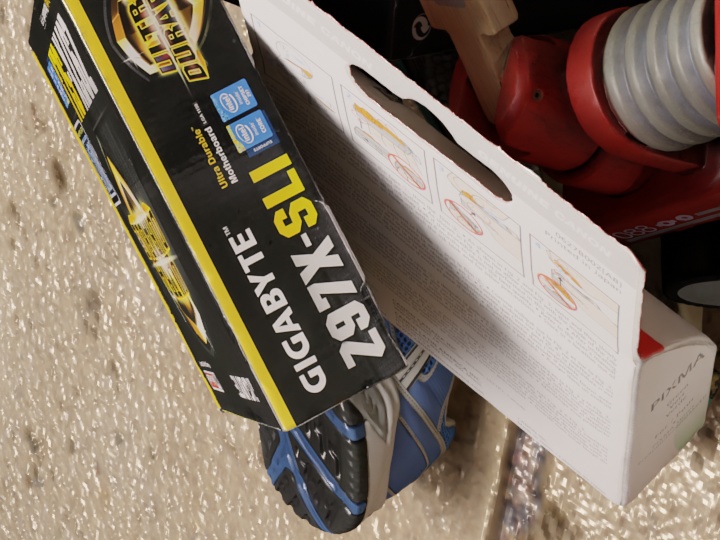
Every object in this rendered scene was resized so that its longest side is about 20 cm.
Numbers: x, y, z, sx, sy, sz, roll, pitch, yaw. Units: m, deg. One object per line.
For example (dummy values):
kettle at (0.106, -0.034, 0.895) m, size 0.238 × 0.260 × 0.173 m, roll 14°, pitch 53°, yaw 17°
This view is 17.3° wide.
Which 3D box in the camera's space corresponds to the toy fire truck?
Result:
toy fire truck at (0.093, -0.077, 0.702) m, size 0.176 × 0.199 × 0.130 m, roll -16°, pitch 68°, yaw 53°

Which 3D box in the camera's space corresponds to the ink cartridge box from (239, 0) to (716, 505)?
ink cartridge box at (0.038, -0.020, 0.736) m, size 0.161 × 0.050 × 0.200 m, roll 39°, pitch 162°, yaw 19°

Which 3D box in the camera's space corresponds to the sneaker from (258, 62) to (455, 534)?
sneaker at (0.000, 0.000, 0.926) m, size 0.075 × 0.077 × 0.201 m, roll 24°, pitch 124°, yaw 40°

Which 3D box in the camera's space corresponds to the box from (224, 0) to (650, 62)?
box at (-0.002, -0.143, 0.851) m, size 0.199 × 0.141 × 0.079 m, roll 25°, pitch 116°, yaw 42°

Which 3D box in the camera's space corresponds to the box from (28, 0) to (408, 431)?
box at (-0.055, -0.029, 0.795) m, size 0.161 × 0.049 × 0.200 m, roll 64°, pitch 171°, yaw -3°

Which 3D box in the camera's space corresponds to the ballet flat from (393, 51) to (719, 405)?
ballet flat at (0.076, -0.029, 0.863) m, size 0.072 × 0.072 × 0.201 m, roll -39°, pitch 71°, yaw 47°
